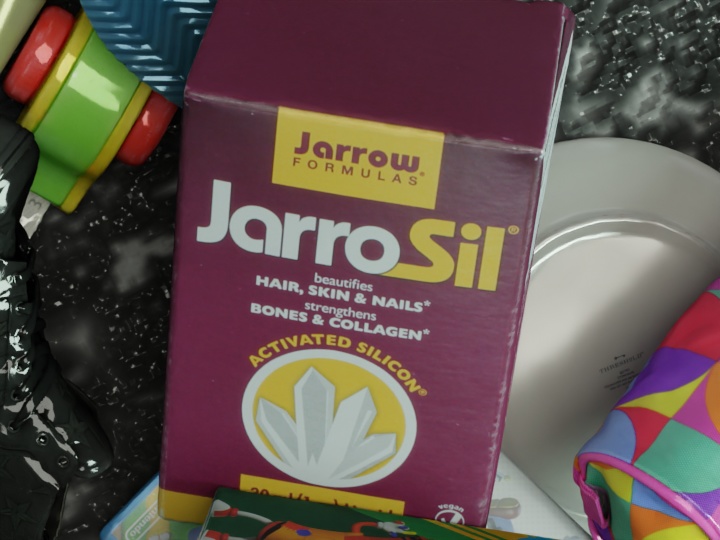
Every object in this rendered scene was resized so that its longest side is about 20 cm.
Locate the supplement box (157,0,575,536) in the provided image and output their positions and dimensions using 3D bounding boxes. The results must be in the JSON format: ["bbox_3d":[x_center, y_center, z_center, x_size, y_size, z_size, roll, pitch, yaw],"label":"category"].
[{"bbox_3d":[0.000,0.000,0.877,0.130,0.103,0.201,9,126,5],"label":"supplement box"}]

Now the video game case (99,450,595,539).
[{"bbox_3d":[0.011,0.128,0.964,0.200,0.018,0.143,43,81,10],"label":"video game case"}]

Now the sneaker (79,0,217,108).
[{"bbox_3d":[-0.047,-0.103,0.925,0.076,0.081,0.200,-34,124,17],"label":"sneaker"}]

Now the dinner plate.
[{"bbox_3d":[0.109,0.042,1.015,0.199,0.024,0.201,0,91,-13],"label":"dinner plate"}]

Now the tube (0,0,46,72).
[{"bbox_3d":[-0.130,-0.151,0.944,0.052,0.058,0.201,33,83,-11],"label":"tube"}]

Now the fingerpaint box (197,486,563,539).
[{"bbox_3d":[0.012,0.197,0.875,0.166,0.073,0.201,9,109,3],"label":"fingerpaint box"}]

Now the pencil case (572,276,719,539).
[{"bbox_3d":[0.165,0.039,0.964,0.088,0.088,0.200,46,60,-9],"label":"pencil case"}]

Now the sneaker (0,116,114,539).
[{"bbox_3d":[-0.136,0.045,0.915,0.104,0.060,0.200,26,113,-1],"label":"sneaker"}]

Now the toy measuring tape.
[{"bbox_3d":[-0.125,-0.041,0.939,0.073,0.074,0.201,30,84,-11],"label":"toy measuring tape"}]
